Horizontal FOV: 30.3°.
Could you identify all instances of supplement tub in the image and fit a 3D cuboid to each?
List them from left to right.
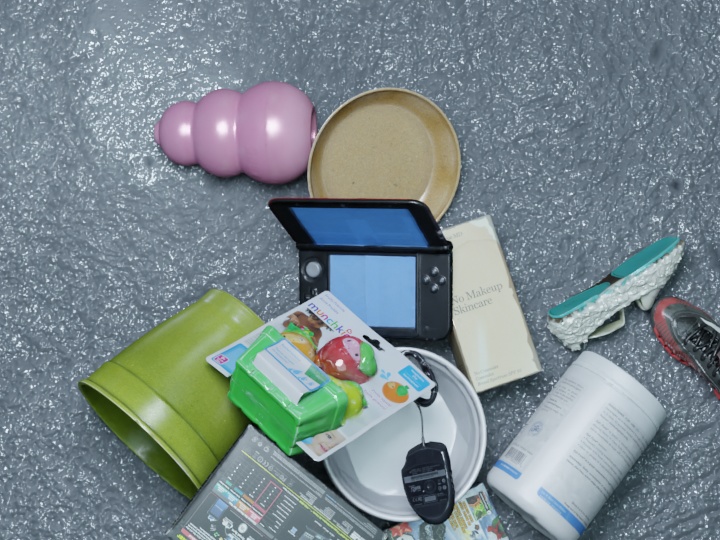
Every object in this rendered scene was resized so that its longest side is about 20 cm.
[{"bbox_3d":[0.256,0.213,1.585,0.132,0.132,0.200,40,82,3],"label":"supplement tub"}]

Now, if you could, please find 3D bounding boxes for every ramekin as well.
[{"bbox_3d":[0.048,0.197,1.591,0.197,0.105,0.203,0,81,-2],"label":"ramekin"}]

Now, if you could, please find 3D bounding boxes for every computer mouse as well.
[{"bbox_3d":[0.073,0.190,1.528,0.058,0.034,0.203,-11,77,16],"label":"computer mouse"}]

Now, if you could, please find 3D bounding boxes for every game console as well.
[{"bbox_3d":[0.000,0.000,1.564,0.198,0.118,0.175,2,96,22],"label":"game console"}]

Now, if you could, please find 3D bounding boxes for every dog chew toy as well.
[{"bbox_3d":[-0.154,-0.168,1.628,0.197,0.125,0.126,0,82,5],"label":"dog chew toy"}]

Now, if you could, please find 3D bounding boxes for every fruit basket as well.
[{"bbox_3d":[-0.041,0.108,1.482,0.199,0.094,0.185,-31,59,-35],"label":"fruit basket"}]

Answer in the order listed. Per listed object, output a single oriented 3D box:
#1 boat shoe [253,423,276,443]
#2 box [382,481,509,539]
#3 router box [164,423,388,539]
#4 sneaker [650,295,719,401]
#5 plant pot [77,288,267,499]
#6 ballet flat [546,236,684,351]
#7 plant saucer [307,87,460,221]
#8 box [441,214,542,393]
[{"bbox_3d":[-0.074,0.150,1.604,0.060,0.072,0.203,29,95,-15],"label":"boat shoe"},{"bbox_3d":[0.128,0.376,1.602,0.136,0.040,0.202,-24,84,-7],"label":"box"},{"bbox_3d":[-0.090,0.288,1.446,0.199,0.062,0.150,38,79,3],"label":"router box"},{"bbox_3d":[0.438,0.105,1.626,0.071,0.098,0.201,-43,85,-6],"label":"sneaker"},{"bbox_3d":[-0.192,0.132,1.557,0.200,0.201,0.193,42,71,3],"label":"plant pot"},{"bbox_3d":[0.322,0.032,1.652,0.199,0.072,0.072,-31,84,-1],"label":"ballet flat"},{"bbox_3d":[0.026,-0.128,1.637,0.198,0.035,0.203,-5,109,-16],"label":"plant saucer"},{"bbox_3d":[0.144,0.044,1.630,0.094,0.078,0.202,-19,83,-4],"label":"box"}]
